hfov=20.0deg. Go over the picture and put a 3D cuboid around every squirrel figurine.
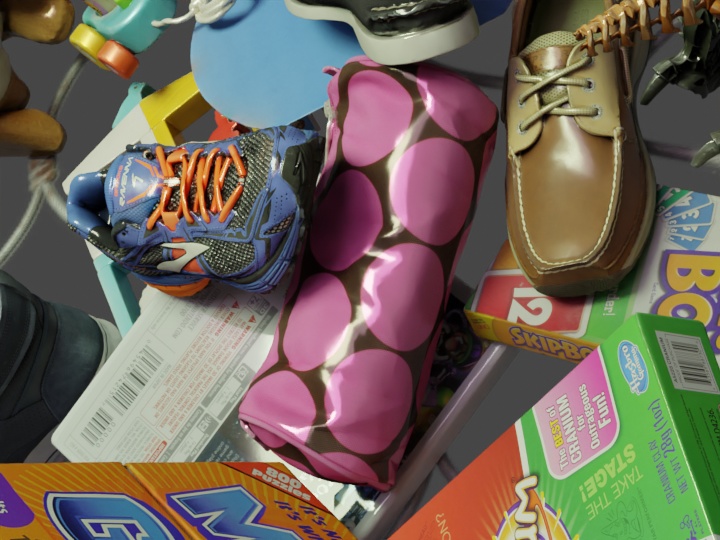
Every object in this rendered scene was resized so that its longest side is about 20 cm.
[{"bbox_3d":[-0.262,-0.174,1.234,0.199,0.141,0.189,-2,75,41],"label":"squirrel figurine"}]

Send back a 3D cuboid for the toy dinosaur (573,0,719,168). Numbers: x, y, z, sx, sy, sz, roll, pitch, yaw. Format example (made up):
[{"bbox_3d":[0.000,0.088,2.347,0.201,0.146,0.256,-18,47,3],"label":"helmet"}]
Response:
[{"bbox_3d":[0.185,-0.122,0.919,0.198,0.136,0.103,4,45,-9],"label":"toy dinosaur"}]

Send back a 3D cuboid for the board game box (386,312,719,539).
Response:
[{"bbox_3d":[0.094,0.137,0.873,0.200,0.040,0.154,-48,46,40],"label":"board game box"}]

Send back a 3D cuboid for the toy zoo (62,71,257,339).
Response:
[{"bbox_3d":[-0.094,-0.034,1.138,0.131,0.020,0.201,-36,55,14],"label":"toy zoo"}]

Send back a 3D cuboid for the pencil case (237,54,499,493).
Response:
[{"bbox_3d":[0.000,0.000,0.981,0.093,0.091,0.202,15,82,17],"label":"pencil case"}]

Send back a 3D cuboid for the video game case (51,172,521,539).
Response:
[{"bbox_3d":[-0.040,0.061,1.041,0.181,0.023,0.201,37,91,28],"label":"video game case"}]

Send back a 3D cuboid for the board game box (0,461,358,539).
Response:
[{"bbox_3d":[-0.086,0.219,0.868,0.200,0.199,0.201,40,114,38],"label":"board game box"}]

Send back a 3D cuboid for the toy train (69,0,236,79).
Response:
[{"bbox_3d":[-0.117,-0.204,1.181,0.150,0.056,0.201,-32,35,28],"label":"toy train"}]

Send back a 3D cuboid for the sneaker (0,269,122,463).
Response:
[{"bbox_3d":[-0.235,0.087,1.099,0.077,0.146,0.203,37,92,37],"label":"sneaker"}]

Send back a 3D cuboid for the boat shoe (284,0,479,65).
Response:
[{"bbox_3d":[0.003,-0.152,1.003,0.073,0.061,0.200,-17,22,-8],"label":"boat shoe"}]

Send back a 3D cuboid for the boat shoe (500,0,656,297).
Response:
[{"bbox_3d":[0.097,-0.081,0.978,0.075,0.074,0.201,-12,49,20],"label":"boat shoe"}]

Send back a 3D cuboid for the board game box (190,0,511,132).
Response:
[{"bbox_3d":[0.004,-0.140,1.105,0.199,0.039,0.159,-27,42,6],"label":"board game box"}]

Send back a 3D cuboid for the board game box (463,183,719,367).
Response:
[{"bbox_3d":[0.152,0.009,0.941,0.199,0.030,0.096,16,61,35],"label":"board game box"}]

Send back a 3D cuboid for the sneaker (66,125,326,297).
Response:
[{"bbox_3d":[-0.083,-0.029,0.985,0.199,0.078,0.076,-19,56,56],"label":"sneaker"}]
